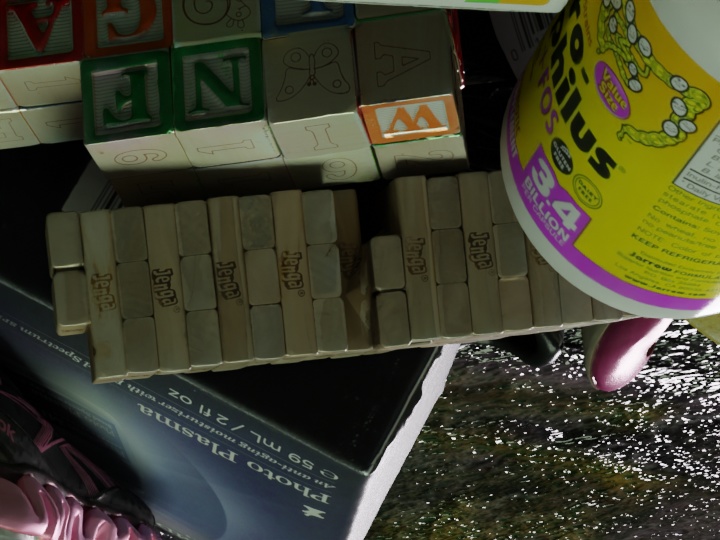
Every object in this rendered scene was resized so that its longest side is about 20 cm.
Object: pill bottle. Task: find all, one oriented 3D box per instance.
[{"bbox_3d":[0.113,-0.070,0.701,0.103,0.105,0.200,1,155,-14],"label":"pill bottle"}]

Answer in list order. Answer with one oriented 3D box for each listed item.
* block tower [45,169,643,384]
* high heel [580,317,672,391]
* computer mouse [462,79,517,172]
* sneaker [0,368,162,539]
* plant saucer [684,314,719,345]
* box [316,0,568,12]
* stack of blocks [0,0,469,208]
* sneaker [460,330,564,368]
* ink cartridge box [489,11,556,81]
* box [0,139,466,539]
[{"bbox_3d":[0.000,0.000,0.804,0.198,0.054,0.058,-6,177,-8],"label":"block tower"},{"bbox_3d":[0.149,0.007,1.150,0.095,0.068,0.200,-4,159,3],"label":"high heel"},{"bbox_3d":[0.076,-0.052,0.968,0.138,0.053,0.199,18,-177,41],"label":"computer mouse"},{"bbox_3d":[-0.129,0.070,0.894,0.079,0.096,0.200,-23,163,4],"label":"sneaker"},{"bbox_3d":[0.226,0.000,0.924,0.199,0.049,0.199,-6,177,43],"label":"plant saucer"},{"bbox_3d":[0.030,-0.160,0.627,0.101,0.113,0.200,1,157,-15],"label":"box"},{"bbox_3d":[-0.069,-0.083,0.801,0.198,0.116,0.059,-6,159,6],"label":"stack of blocks"},{"bbox_3d":[0.006,0.010,1.102,0.198,0.084,0.077,1,158,-15],"label":"sneaker"},{"bbox_3d":[0.169,-0.112,0.905,0.162,0.057,0.199,-25,172,41],"label":"ink cartridge box"},{"bbox_3d":[-0.066,0.014,0.934,0.199,0.124,0.199,28,159,5],"label":"box"}]
